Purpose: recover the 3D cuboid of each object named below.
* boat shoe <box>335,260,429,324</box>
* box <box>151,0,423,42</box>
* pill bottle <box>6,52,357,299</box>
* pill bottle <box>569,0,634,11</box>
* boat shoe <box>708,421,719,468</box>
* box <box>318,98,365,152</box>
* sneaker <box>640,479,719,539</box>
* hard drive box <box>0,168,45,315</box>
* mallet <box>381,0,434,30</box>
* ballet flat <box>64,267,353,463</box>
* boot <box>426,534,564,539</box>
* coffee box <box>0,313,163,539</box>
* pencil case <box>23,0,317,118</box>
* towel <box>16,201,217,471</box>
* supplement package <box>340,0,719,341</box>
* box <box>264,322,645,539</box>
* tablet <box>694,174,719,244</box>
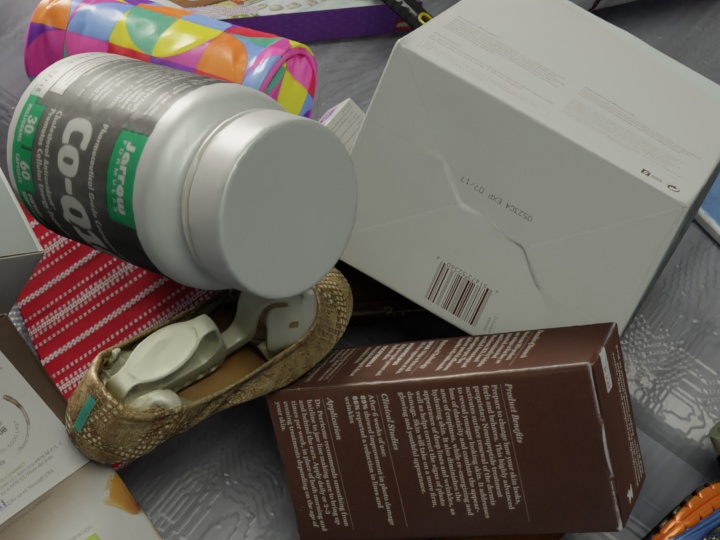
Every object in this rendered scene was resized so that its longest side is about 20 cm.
[{"bbox_3d":[0.000,0.000,1.053,0.198,0.071,0.071,7,33,-28],"label":"boat shoe"},{"bbox_3d":[-0.064,-0.229,1.188,0.198,0.039,0.138,-6,62,-10],"label":"box"},{"bbox_3d":[-0.100,-0.054,0.908,0.199,0.114,0.113,18,53,46],"label":"pill bottle"},{"bbox_3d":[0.180,-0.248,1.188,0.198,0.110,0.110,-14,65,-14],"label":"pill bottle"},{"bbox_3d":[0.309,0.095,1.049,0.200,0.072,0.061,-22,94,-27],"label":"boat shoe"},{"bbox_3d":[-0.058,-0.031,1.078,0.041,0.039,0.200,44,63,-13],"label":"box"},{"bbox_3d":[0.172,0.210,0.967,0.200,0.075,0.078,-39,76,-22],"label":"sneaker"},{"bbox_3d":[-0.289,-0.038,0.986,0.076,0.156,0.201,-9,60,-43],"label":"hard drive box"},{"bbox_3d":[-0.021,-0.223,1.148,0.066,0.041,0.200,-31,72,-23],"label":"mallet"},{"bbox_3d":[-0.075,0.041,0.918,0.199,0.065,0.071,-34,71,-32],"label":"ballet flat"},{"bbox_3d":[0.057,0.228,0.951,0.199,0.071,0.145,-19,71,-11],"label":"boot"},{"bbox_3d":[-0.180,0.140,0.936,0.079,0.115,0.200,-31,70,-21],"label":"coffee box"},{"bbox_3d":[-0.124,-0.129,1.078,0.199,0.089,0.089,21,60,24],"label":"pencil case"},{"bbox_3d":[-0.147,0.013,1.020,0.144,0.022,0.201,-34,66,16],"label":"towel"},{"bbox_3d":[0.112,-0.061,1.015,0.190,0.148,0.200,31,30,10],"label":"supplement package"},{"bbox_3d":[0.055,0.094,0.942,0.198,0.101,0.075,-5,17,25],"label":"box"},{"bbox_3d":[0.322,-0.076,1.169,0.199,0.014,0.130,-36,72,-21],"label":"tablet"}]
